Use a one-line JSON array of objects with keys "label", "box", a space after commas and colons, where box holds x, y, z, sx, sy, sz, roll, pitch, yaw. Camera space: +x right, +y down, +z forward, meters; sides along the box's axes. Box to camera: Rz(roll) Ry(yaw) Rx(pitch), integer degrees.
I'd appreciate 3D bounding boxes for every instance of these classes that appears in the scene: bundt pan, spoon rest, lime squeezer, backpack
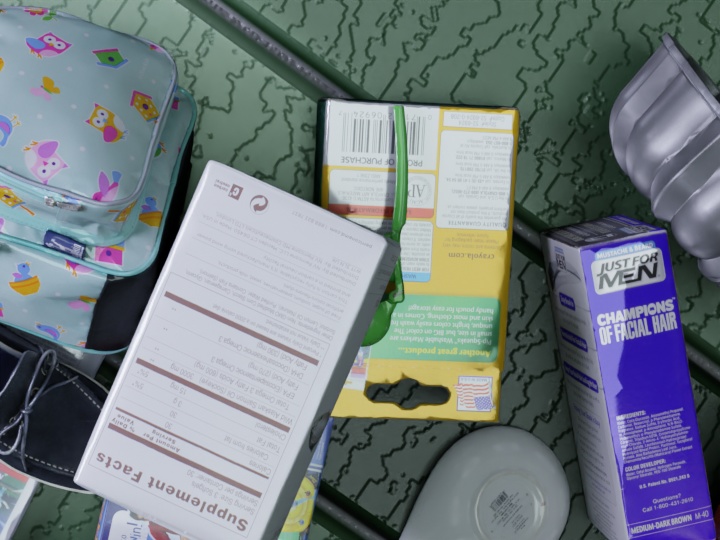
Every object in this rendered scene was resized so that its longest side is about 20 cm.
[{"label": "bundt pan", "box": [0.227, -0.046, 1.290, 0.076, 0.202, 0.202, -40, 100, 12]}, {"label": "spoon rest", "box": [0.056, 0.186, 1.361, 0.200, 0.061, 0.100, -43, 102, -15]}, {"label": "lime squeezer", "box": [0.000, 0.000, 1.291, 0.070, 0.038, 0.201, 32, 92, 22]}, {"label": "backpack", "box": [-0.205, -0.062, 1.226, 0.198, 0.177, 0.154, 12, 139, 0]}]

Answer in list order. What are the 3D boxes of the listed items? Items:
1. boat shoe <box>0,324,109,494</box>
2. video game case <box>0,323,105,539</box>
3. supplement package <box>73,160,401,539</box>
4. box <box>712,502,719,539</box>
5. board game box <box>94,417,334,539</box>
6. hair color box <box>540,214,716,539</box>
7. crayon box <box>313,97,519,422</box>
[{"label": "boat shoe", "box": [-0.213, 0.075, 1.261, 0.200, 0.062, 0.075, 38, 82, -19]}, {"label": "video game case", "box": [-0.272, 0.053, 1.310, 0.199, 0.023, 0.183, 28, 91, -11]}, {"label": "supplement package", "box": [-0.068, 0.053, 1.215, 0.117, 0.117, 0.201, 24, 92, 4]}, {"label": "box", "box": [0.297, 0.151, 1.321, 0.099, 0.095, 0.201, 39, 58, -10]}, {"label": "board game box", "box": [-0.103, 0.171, 1.339, 0.134, 0.034, 0.202, 13, 94, -9]}, {"label": "hair color box", "box": [0.171, 0.071, 1.331, 0.064, 0.109, 0.202, -13, 98, -6]}, {"label": "crayon box", "box": [0.031, -0.007, 1.332, 0.124, 0.052, 0.202, 2, 95, -8]}]
